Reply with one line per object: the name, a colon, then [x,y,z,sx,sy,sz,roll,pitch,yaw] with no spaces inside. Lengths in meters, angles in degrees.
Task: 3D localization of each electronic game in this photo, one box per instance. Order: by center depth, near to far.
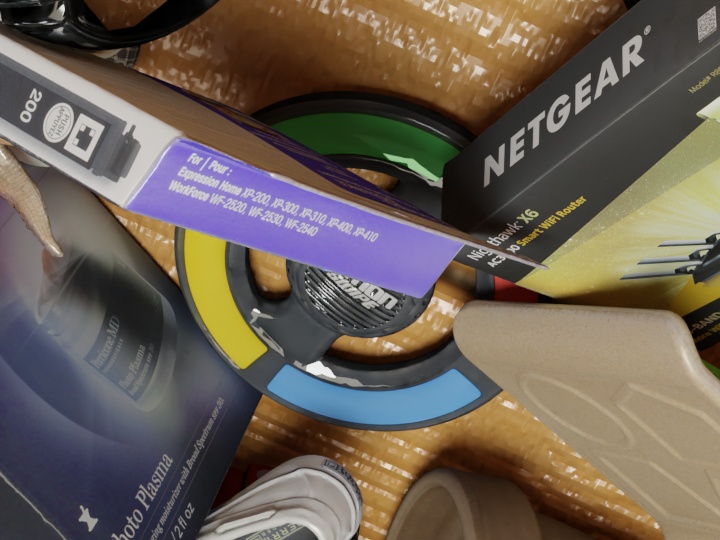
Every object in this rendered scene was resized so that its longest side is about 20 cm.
electronic game: [0.000,0.000,0.842,0.199,0.042,0.201,6,122,10]

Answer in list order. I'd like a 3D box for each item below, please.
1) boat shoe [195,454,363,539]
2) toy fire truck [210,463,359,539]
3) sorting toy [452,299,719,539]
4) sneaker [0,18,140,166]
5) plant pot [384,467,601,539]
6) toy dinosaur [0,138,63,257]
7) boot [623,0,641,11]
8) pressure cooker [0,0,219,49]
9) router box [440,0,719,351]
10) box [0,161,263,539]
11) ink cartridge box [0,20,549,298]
boat shoe: [-0.085,0.166,0.840,0.074,0.065,0.200,45,113,-3]
toy fire truck: [-0.109,0.187,0.952,0.199,0.129,0.177,11,119,-2]
sorting toy: [0.156,0.083,0.782,0.200,0.037,0.185,45,161,-21]
sneaker: [-0.204,-0.138,0.797,0.200,0.076,0.081,34,114,-16]
plant pot: [0.105,0.220,0.881,0.174,0.201,0.201,12,125,-13]
toy dinosaur: [-0.214,-0.084,0.744,0.135,0.086,0.200,-20,129,17]
boot: [0.080,-0.166,0.701,0.167,0.077,0.201,2,126,17]
pressure cooker: [-0.100,-0.193,0.660,0.175,0.179,0.201,-12,110,-15]
router box: [0.152,-0.043,0.705,0.157,0.052,0.200,19,147,-23]
box: [-0.174,0.070,0.833,0.123,0.200,0.199,-31,110,29]
ink cartridge box: [-0.051,-0.038,0.670,0.200,0.198,0.044,28,97,36]
